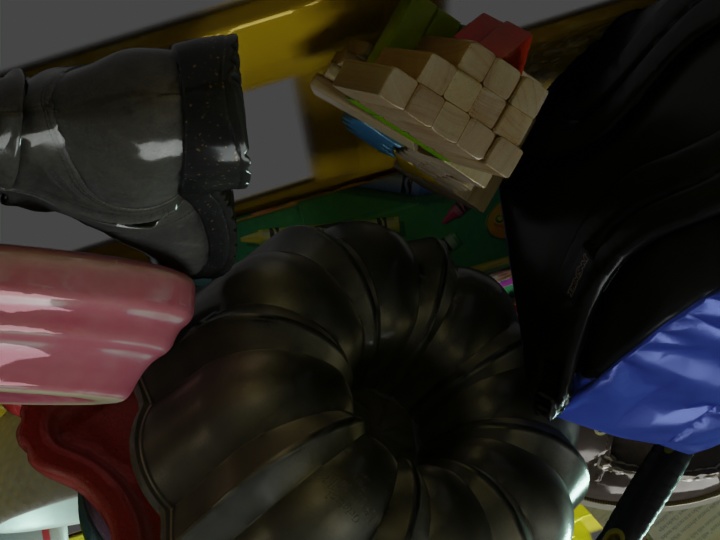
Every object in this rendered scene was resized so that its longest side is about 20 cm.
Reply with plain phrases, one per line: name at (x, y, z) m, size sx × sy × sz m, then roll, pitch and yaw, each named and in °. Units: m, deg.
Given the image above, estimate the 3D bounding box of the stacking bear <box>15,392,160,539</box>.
stacking bear at (-0.085, 0.122, 1.014) m, size 0.113 × 0.122 × 0.200 m, roll -35°, pitch 159°, yaw -19°

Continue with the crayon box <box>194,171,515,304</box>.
crayon box at (0.000, 0.000, 1.046) m, size 0.199 × 0.059 × 0.119 m, roll -16°, pitch 168°, yaw -8°

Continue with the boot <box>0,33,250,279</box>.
boot at (-0.110, -0.039, 0.756) m, size 0.131 × 0.070 × 0.200 m, roll -6°, pitch 165°, yaw -7°

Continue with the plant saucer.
plant saucer at (-0.162, 0.023, 0.800) m, size 0.199 × 0.051 × 0.201 m, roll 1°, pitch 175°, yaw 0°

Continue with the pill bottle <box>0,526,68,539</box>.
pill bottle at (-0.286, 0.173, 1.281) m, size 0.199 × 0.109 × 0.109 m, roll -10°, pitch 165°, yaw -30°

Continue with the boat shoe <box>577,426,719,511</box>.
boat shoe at (0.087, 0.059, 0.980) m, size 0.199 × 0.072 × 0.060 m, roll 17°, pitch 157°, yaw 7°

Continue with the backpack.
backpack at (0.170, -0.040, 0.852) m, size 0.167 × 0.163 × 0.200 m, roll 10°, pitch 143°, yaw -31°

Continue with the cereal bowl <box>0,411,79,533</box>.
cereal bowl at (-0.118, 0.085, 1.175) m, size 0.199 × 0.084 × 0.200 m, roll -14°, pitch 170°, yaw -2°

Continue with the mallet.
mallet at (0.145, 0.055, 0.944) m, size 0.200 × 0.066 × 0.041 m, roll -46°, pitch 149°, yaw -25°

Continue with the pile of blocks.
pile of blocks at (0.031, -0.074, 0.814) m, size 0.062 × 0.082 × 0.200 m, roll -60°, pitch 178°, yaw -3°

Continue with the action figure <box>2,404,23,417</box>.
action figure at (-0.181, 0.047, 0.986) m, size 0.199 × 0.066 × 0.099 m, roll -25°, pitch 155°, yaw 35°

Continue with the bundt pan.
bundt pan at (0.011, 0.063, 0.860) m, size 0.201 × 0.203 × 0.076 m, roll -7°, pitch 153°, yaw -38°

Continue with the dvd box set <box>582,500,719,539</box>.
dvd box set at (0.158, 0.081, 1.045) m, size 0.029 × 0.200 × 0.146 m, roll -34°, pitch 167°, yaw -43°
